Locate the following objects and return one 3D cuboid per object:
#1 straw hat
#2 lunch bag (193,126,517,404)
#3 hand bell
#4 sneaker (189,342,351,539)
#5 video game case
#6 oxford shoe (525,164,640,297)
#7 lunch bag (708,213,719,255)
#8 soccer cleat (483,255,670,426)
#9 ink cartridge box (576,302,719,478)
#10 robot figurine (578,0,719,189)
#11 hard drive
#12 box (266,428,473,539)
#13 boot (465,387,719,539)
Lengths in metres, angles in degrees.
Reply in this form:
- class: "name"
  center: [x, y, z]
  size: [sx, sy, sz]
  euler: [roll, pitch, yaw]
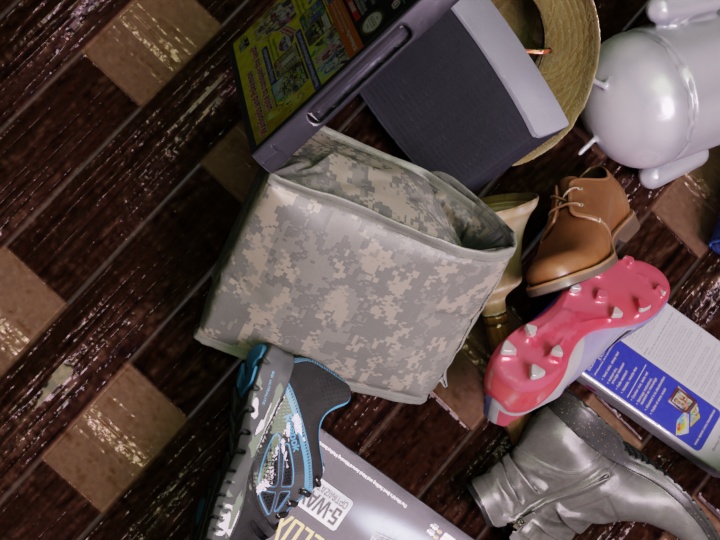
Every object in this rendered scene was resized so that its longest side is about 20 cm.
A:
- class: "straw hat"
  center: [0.117, -0.194, 1.054]
  size: [0.201, 0.201, 0.085]
  euler: [55, 38, -3]
- class: "lunch bag"
  center: [0.000, 0.000, 0.971]
  size: [0.199, 0.118, 0.164]
  euler: [22, 122, -9]
- class: "hand bell"
  center: [0.110, 0.046, 1.049]
  size: [0.104, 0.104, 0.201]
  euler: [-14, 101, -13]
- class: "sneaker"
  center: [-0.068, 0.157, 0.927]
  size: [0.082, 0.073, 0.201]
  euler: [20, 87, -16]
- class: "video game case"
  center: [-0.017, -0.177, 0.925]
  size: [0.181, 0.200, 0.025]
  euler: [-41, 119, 14]
- class: "oxford shoe"
  center: [0.165, -0.033, 1.015]
  size: [0.071, 0.200, 0.072]
  euler: [-17, 103, 27]
- class: "lunch bag"
  center: [0.394, -0.040, 1.081]
  size: [0.199, 0.136, 0.133]
  euler: [20, 80, -10]
- class: "soccer cleat"
  center: [0.170, 0.053, 1.027]
  size: [0.200, 0.077, 0.067]
  euler: [-32, 64, -35]
- class: "ink cartridge box"
  center: [0.251, 0.082, 1.090]
  size: [0.200, 0.037, 0.095]
  euler: [35, 78, -9]
- class: "robot figurine"
  center: [0.262, -0.151, 1.066]
  size: [0.199, 0.113, 0.170]
  euler: [-19, 120, -25]
- class: "hard drive"
  center: [0.058, -0.160, 1.024]
  size: [0.200, 0.135, 0.042]
  euler: [54, 36, -3]
- class: "box"
  center: [-0.007, 0.238, 1.001]
  size: [0.200, 0.050, 0.158]
  euler: [37, 79, -7]
- class: "boot"
  center: [0.188, 0.197, 1.059]
  size: [0.200, 0.068, 0.131]
  euler: [40, 93, -13]
